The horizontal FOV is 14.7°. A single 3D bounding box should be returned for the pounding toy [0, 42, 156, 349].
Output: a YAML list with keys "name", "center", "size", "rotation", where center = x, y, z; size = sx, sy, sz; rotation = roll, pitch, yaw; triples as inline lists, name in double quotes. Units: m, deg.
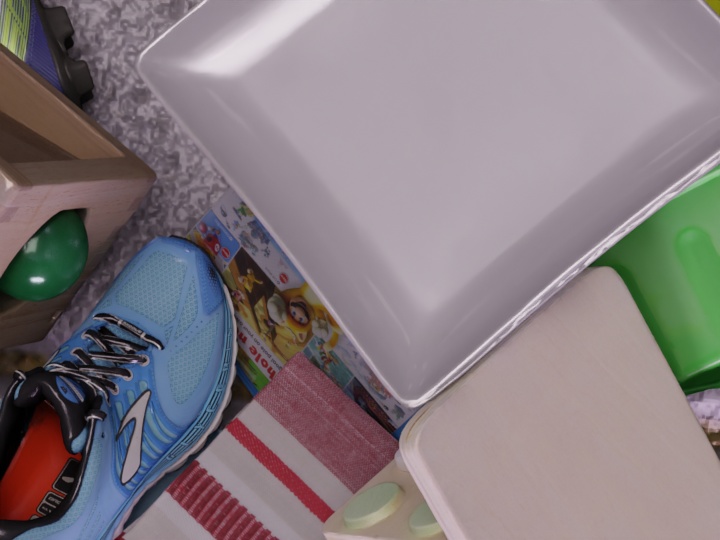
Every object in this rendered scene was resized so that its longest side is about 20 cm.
- name: "pounding toy"
  center: [-0.202, -0.019, 1.235]
  size: [0.200, 0.184, 0.142]
  rotation: [40, 104, 12]

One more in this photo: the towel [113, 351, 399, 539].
- name: "towel"
  center: [-0.039, 0.149, 1.235]
  size: [0.144, 0.023, 0.200]
  rotation: [43, 62, 2]

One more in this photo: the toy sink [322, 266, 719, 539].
- name: "toy sink"
  center: [0.075, 0.111, 1.200]
  size: [0.130, 0.112, 0.200]
  rotation: [-41, 112, -29]

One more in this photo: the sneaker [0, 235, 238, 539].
- name: "sneaker"
  center: [-0.118, 0.064, 1.266]
  size: [0.078, 0.090, 0.200]
  rotation: [18, 62, 17]

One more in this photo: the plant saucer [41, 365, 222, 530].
- name: "plant saucer"
  center: [-0.084, 0.114, 1.296]
  size: [0.070, 0.019, 0.200]
  rotation: [-22, 59, -10]

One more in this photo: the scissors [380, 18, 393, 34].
- name: "scissors"
  center: [-0.033, -0.087, 1.270]
  size: [0.014, 0.200, 0.073]
  rotation: [35, 85, -20]

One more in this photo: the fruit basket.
- name: "fruit basket"
  center: [0.152, -0.061, 1.217]
  size: [0.216, 0.155, 0.216]
  rotation: [6, 99, 40]

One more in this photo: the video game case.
- name: "video game case"
  center: [0.000, 0.000, 1.274]
  size: [0.143, 0.018, 0.200]
  rotation: [53, 133, 9]

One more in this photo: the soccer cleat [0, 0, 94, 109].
- name: "soccer cleat"
  center: [-0.199, -0.147, 1.350]
  size: [0.084, 0.065, 0.200]
  rotation: [-24, 84, -8]

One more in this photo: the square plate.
- name: "square plate"
  center: [0.039, -0.075, 1.148]
  size: [0.198, 0.028, 0.200]
  rotation: [-40, 70, 2]
